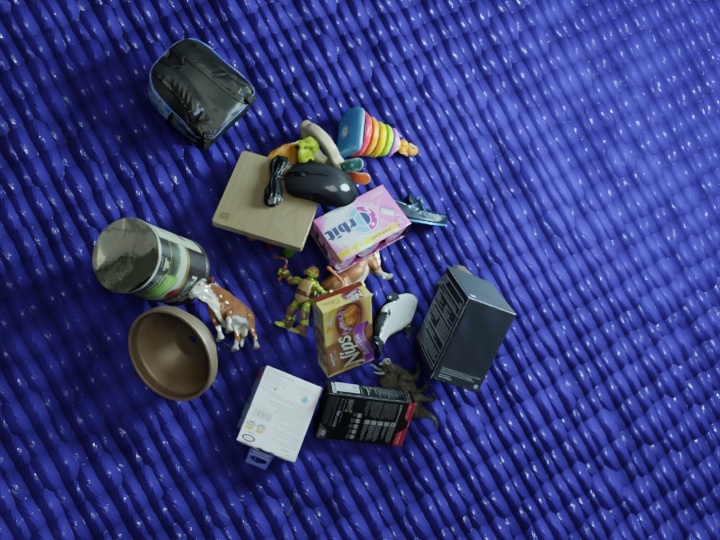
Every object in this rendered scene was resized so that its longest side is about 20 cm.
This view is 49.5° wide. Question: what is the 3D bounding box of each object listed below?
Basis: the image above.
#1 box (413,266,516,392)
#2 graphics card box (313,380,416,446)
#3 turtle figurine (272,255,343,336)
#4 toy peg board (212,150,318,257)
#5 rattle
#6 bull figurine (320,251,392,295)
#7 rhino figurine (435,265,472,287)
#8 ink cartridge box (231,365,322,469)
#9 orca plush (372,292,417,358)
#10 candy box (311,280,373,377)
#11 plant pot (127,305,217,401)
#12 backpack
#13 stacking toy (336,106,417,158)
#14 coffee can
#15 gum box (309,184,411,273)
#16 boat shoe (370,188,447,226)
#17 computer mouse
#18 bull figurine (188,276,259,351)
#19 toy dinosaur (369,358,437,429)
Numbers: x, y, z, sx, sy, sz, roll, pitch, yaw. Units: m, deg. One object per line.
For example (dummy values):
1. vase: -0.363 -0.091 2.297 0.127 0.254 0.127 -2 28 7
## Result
1. box: 0.224 0.126 1.710 0.123 0.200 0.199 18 107 -13
2. graphics card box: 0.008 0.312 1.694 0.200 0.051 0.126 8 118 -16
3. turtle figurine: -0.131 0.053 1.708 0.200 0.064 0.161 21 89 29
4. toy peg board: -0.197 -0.133 1.717 0.199 0.098 0.200 16 60 2
5. rattle: -0.097 -0.231 1.734 0.143 0.130 0.200 -30 69 -31
6. bull figurine: 0.000 0.000 1.760 0.121 0.065 0.200 38 70 9
7. rhino figurine: 0.269 0.071 1.847 0.200 0.060 0.087 45 74 -7
8. ink cartridge box: -0.183 0.318 1.652 0.136 0.076 0.200 24 73 -11
9. orca plush: 0.059 0.122 1.756 0.105 0.071 0.200 48 43 -25
10. candy box: -0.036 0.129 1.678 0.117 0.200 0.056 -20 42 -20
11. plant pot: -0.366 0.157 1.594 0.201 0.201 0.093 53 30 -2
12. backpack: -0.356 -0.379 1.688 0.200 0.147 0.183 44 72 -9
13. stacking toy: 0.050 -0.304 1.835 0.200 0.116 0.110 10 80 -27
14. coffee can: -0.412 -0.013 1.553 0.146 0.200 0.147 -3 80 17
15. gum box: -0.005 -0.090 1.717 0.200 0.066 0.114 -29 74 -22
16. boat shoe: 0.112 -0.147 1.823 0.200 0.084 0.069 11 89 -17
17. computer mouse: -0.102 -0.189 1.675 0.200 0.053 0.139 9 59 -3
18. bull figurine: -0.275 0.093 1.612 0.065 0.200 0.122 -24 60 17
19. toy dinosaur: 0.107 0.275 1.763 0.102 0.077 0.200 -28 94 -8
